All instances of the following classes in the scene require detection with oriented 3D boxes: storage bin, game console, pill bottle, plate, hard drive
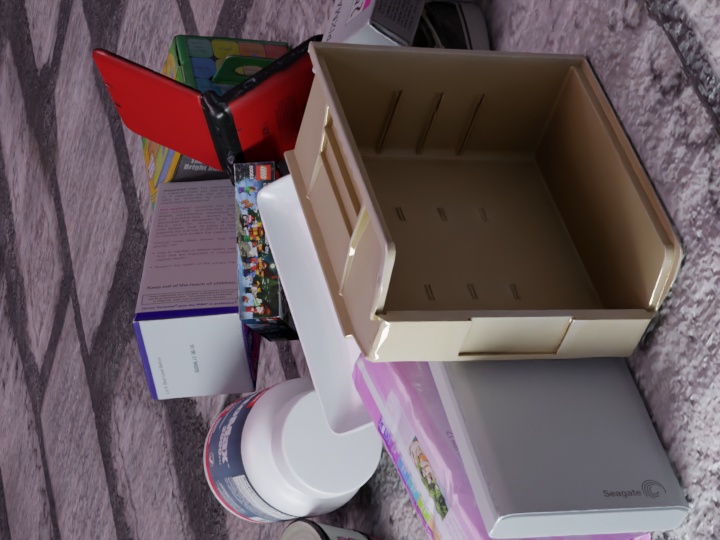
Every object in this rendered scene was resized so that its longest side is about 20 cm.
[{"bbox_3d":[0.073,-0.043,1.077,0.094,0.198,0.200,111,150,-42],"label":"storage bin"},{"bbox_3d":[-0.120,-0.161,1.486,0.119,0.172,0.200,54,173,12],"label":"game console"},{"bbox_3d":[-0.057,0.157,1.484,0.200,0.118,0.121,152,116,-66],"label":"pill bottle"},{"bbox_3d":[0.027,0.001,1.247,0.199,0.032,0.202,-23,81,36],"label":"plate"},{"bbox_3d":[0.112,0.075,1.065,0.027,0.131,0.201,114,148,-43],"label":"hard drive"}]

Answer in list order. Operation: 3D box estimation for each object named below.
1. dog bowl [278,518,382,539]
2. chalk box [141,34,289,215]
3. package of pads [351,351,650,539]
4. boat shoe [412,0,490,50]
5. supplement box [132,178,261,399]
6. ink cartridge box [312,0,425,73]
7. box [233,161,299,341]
[{"bbox_3d":[-0.016,0.313,1.446,0.200,0.073,0.202,-179,90,-68],"label":"dog bowl"},{"bbox_3d":[-0.132,-0.150,1.676,0.201,0.123,0.125,118,147,-46],"label":"chalk box"},{"bbox_3d":[0.088,0.119,1.092,0.201,0.120,0.076,62,152,31],"label":"package of pads"},{"bbox_3d":[0.069,-0.114,1.265,0.071,0.063,0.202,123,141,-53],"label":"boat shoe"},{"bbox_3d":[-0.146,0.013,1.594,0.201,0.102,0.102,-90,-6,-49],"label":"supplement box"},{"bbox_3d":[0.006,-0.227,1.330,0.173,0.043,0.201,-30,37,55],"label":"ink cartridge box"},{"bbox_3d":[-0.081,-0.013,1.552,0.200,0.037,0.138,59,-151,-81],"label":"box"}]
